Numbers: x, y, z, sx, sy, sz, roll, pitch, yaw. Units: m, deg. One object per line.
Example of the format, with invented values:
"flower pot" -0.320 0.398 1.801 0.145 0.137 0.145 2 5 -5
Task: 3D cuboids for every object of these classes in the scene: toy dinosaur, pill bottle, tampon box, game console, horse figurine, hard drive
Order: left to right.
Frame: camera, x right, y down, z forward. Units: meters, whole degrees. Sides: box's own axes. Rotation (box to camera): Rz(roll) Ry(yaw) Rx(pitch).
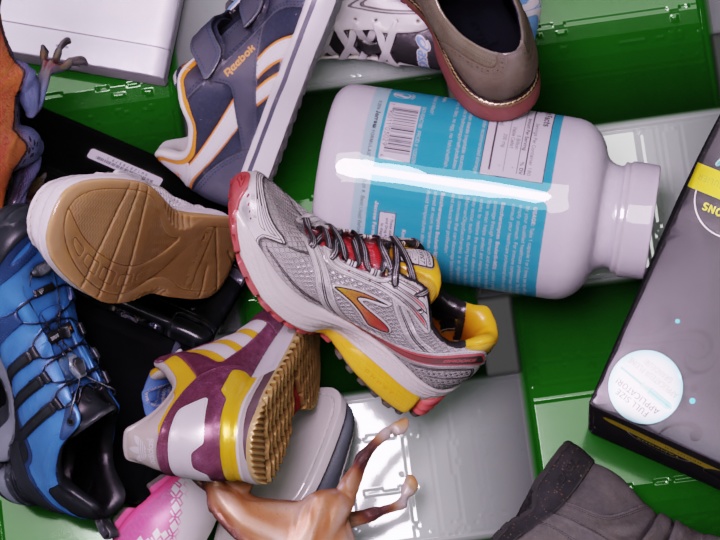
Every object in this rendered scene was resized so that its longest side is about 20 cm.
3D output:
"toy dinosaur" -0.201 -0.095 1.644 0.105 0.182 0.200 -5 55 -15
"game console" -0.178 0.016 1.754 0.200 0.116 0.176 23 52 6
"hard drive" -0.168 -0.225 1.791 0.132 0.027 0.200 10 80 5
"horse figurine" -0.001 0.181 1.659 0.132 0.050 0.200 -26 97 -33
"pill bottle" 0.076 -0.044 1.702 0.200 0.111 0.111 10 81 5
"tampon box" 0.239 0.028 1.671 0.150 0.126 0.200 23 82 8

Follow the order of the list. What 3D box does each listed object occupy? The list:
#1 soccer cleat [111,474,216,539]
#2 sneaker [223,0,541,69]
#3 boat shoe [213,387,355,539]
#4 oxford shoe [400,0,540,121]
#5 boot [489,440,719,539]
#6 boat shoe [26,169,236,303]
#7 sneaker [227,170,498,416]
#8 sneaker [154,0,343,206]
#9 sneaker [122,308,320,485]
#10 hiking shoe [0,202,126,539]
"soccer cleat" -0.133 0.210 1.689 0.086 0.070 0.200 40 93 25
"sneaker" 0.012 -0.154 1.741 0.200 0.072 0.073 -8 53 0
"boat shoe" -0.047 0.168 1.708 0.062 0.073 0.200 34 72 -35
"oxford shoe" 0.050 -0.186 1.678 0.070 0.075 0.200 -28 68 -14
"boot" 0.129 0.195 1.646 0.131 0.068 0.200 33 53 10
"boat shoe" -0.143 -0.023 1.626 0.069 0.200 0.071 26 93 25
"sneaker" 0.000 0.000 1.643 0.082 0.200 0.078 -35 36 26
"sneaker" -0.063 -0.131 1.693 0.079 0.078 0.200 24 110 1
"sneaker" -0.078 0.061 1.658 0.090 0.200 0.075 4 109 10
"hiking shoe" -0.173 0.054 1.651 0.087 0.200 0.074 18 37 36
